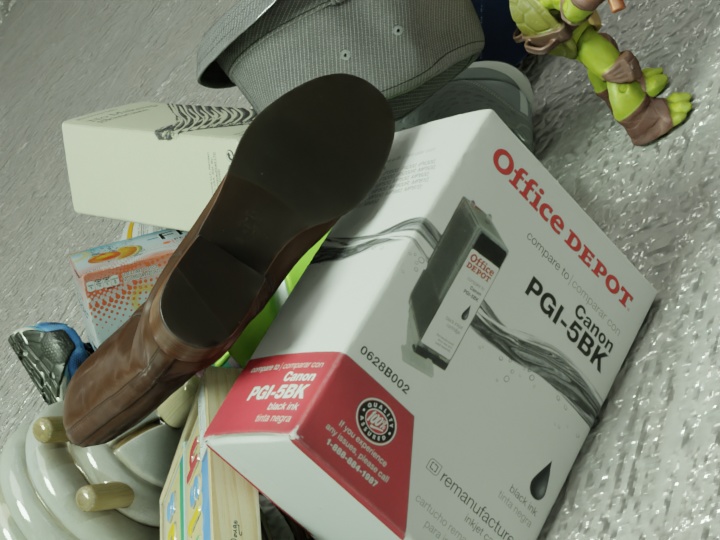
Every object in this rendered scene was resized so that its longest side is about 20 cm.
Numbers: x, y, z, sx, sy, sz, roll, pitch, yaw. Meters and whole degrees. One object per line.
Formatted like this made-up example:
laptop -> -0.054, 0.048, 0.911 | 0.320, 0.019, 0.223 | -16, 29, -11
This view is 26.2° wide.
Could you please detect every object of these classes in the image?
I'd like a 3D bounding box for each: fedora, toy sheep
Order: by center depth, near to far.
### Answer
toy sheep -> -0.158, 0.135, 0.916 | 0.200, 0.138, 0.138 | -42, 22, 21
fedora -> 0.004, -0.137, 0.923 | 0.199, 0.091, 0.177 | -28, -4, -19

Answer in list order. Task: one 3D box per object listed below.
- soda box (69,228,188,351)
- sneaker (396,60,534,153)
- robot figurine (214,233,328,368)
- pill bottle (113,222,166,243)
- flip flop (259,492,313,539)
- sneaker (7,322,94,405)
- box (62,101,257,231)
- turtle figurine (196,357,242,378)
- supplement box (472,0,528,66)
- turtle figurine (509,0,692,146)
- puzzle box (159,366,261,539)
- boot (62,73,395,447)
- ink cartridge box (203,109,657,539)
soda box -> -0.089, 0.002, 1.037 | 0.199, 0.069, 0.064 | -15, 18, -14
sneaker -> 0.021, -0.079, 1.022 | 0.199, 0.075, 0.116 | -12, 36, 7
robot figurine -> 0.000, 0.000, 0.893 | 0.199, 0.177, 0.116 | -14, 20, 6
pill bottle -> -0.112, -0.018, 1.175 | 0.199, 0.113, 0.113 | -27, 29, 39
flip flop -> -0.055, 0.155, 0.855 | 0.200, 0.057, 0.082 | -155, 72, -81
sneaker -> -0.193, 0.069, 1.136 | 0.090, 0.079, 0.200 | -34, -15, -6
box -> -0.111, -0.070, 1.036 | 0.199, 0.069, 0.082 | 10, 23, 44
turtle figurine -> -0.148, 0.117, 1.035 | 0.149, 0.101, 0.200 | 11, 48, 49
supplement box -> 0.052, -0.224, 1.173 | 0.200, 0.134, 0.199 | -48, 21, -24
turtle figurine -> 0.126, -0.145, 0.902 | 0.064, 0.161, 0.200 | -45, 22, -2
puzzle box -> -0.075, 0.166, 0.759 | 0.133, 0.025, 0.201 | 113, 158, -46
boot -> -0.075, 0.001, 0.803 | 0.187, 0.064, 0.200 | -50, 3, -30
ink cartridge box -> 0.041, 0.044, 0.755 | 0.083, 0.147, 0.201 | -11, 42, 53
